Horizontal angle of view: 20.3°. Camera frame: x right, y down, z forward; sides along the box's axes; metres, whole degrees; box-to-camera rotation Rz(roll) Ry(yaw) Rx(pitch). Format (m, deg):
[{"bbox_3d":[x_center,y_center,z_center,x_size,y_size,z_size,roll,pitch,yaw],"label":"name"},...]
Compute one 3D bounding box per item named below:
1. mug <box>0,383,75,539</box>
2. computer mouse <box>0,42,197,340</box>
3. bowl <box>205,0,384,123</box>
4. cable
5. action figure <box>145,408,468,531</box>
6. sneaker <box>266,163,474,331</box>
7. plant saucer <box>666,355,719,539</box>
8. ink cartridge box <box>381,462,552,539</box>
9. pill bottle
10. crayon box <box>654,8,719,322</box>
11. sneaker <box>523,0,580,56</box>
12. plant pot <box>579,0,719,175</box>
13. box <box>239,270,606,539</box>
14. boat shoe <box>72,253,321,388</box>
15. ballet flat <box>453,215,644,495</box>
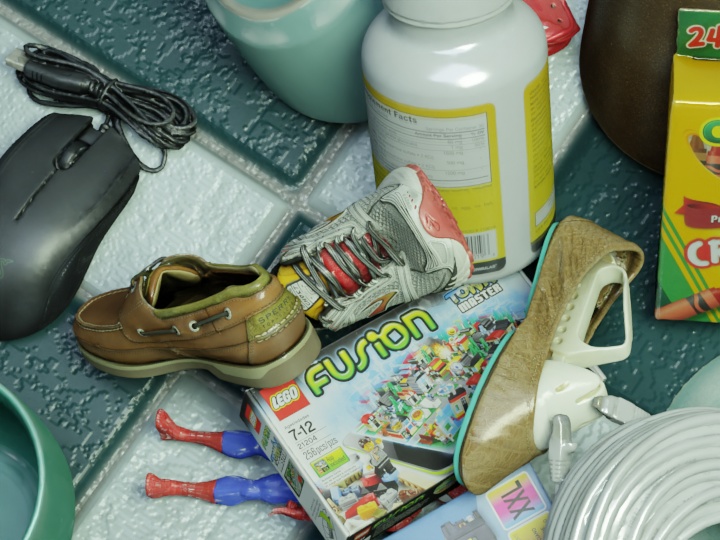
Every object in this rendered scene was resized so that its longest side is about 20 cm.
[{"bbox_3d":[-0.260,0.156,1.218,0.152,0.115,0.185,42,81,17],"label":"mug"},{"bbox_3d":[-0.207,-0.052,1.313,0.137,0.053,0.201,23,76,13],"label":"computer mouse"},{"bbox_3d":[-0.025,-0.203,1.272,0.199,0.105,0.203,-6,78,31],"label":"bowl"},{"bbox_3d":[0.195,0.176,1.114,0.198,0.069,0.202,11,78,-15],"label":"cable"},{"bbox_3d":[-0.032,0.125,1.238,0.198,0.052,0.066,6,69,6],"label":"action figure"},{"bbox_3d":[0.000,0.000,1.193,0.082,0.200,0.078,-32,89,-28],"label":"sneaker"},{"bbox_3d":[0.271,0.128,1.203,0.199,0.039,0.203,-2,72,7],"label":"plant saucer"},{"bbox_3d":[0.046,0.221,1.181,0.199,0.076,0.137,-30,71,-2],"label":"ink cartridge box"},{"bbox_3d":[0.059,-0.100,1.208,0.111,0.201,0.113,-4,37,3],"label":"pill bottle"},{"bbox_3d":[0.240,-0.056,1.184,0.125,0.201,0.051,3,41,8],"label":"crayon box"},{"bbox_3d":[0.115,-0.212,1.326,0.115,0.078,0.201,35,91,8],"label":"sneaker"},{"bbox_3d":[0.221,-0.181,1.214,0.185,0.200,0.189,-3,64,7],"label":"plant pot"},{"bbox_3d":[0.038,0.077,1.214,0.199,0.035,0.110,-29,69,-25],"label":"box"},{"bbox_3d":[-0.108,0.021,1.224,0.199,0.068,0.072,0,38,41],"label":"boat shoe"},{"bbox_3d":[0.120,0.050,1.182,0.072,0.068,0.201,9,49,25],"label":"ballet flat"}]
